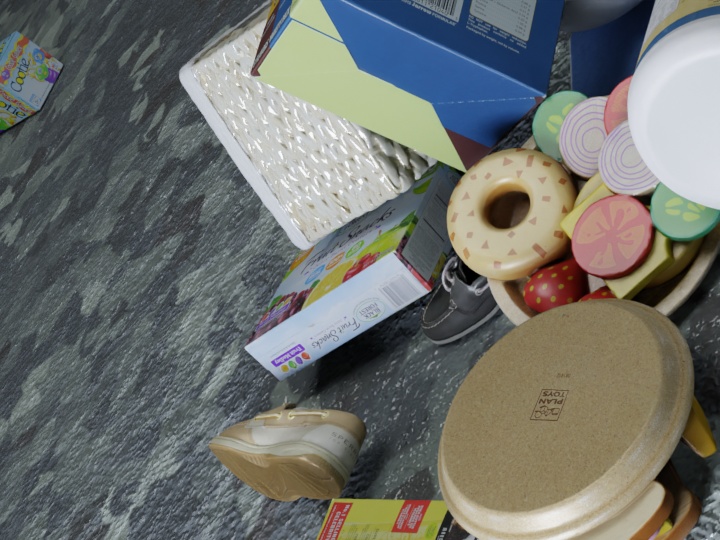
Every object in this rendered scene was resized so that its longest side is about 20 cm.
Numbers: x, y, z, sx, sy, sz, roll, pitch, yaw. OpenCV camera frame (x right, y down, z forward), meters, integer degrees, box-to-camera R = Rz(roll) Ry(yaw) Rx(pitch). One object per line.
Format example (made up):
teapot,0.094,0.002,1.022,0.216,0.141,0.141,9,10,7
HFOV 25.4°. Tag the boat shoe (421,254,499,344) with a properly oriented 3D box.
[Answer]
boat shoe,0.108,-0.016,1.249,0.200,0.057,0.067,-38,31,31

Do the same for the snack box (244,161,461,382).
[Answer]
snack box,0.000,0.000,1.388,0.200,0.053,0.142,-32,18,38

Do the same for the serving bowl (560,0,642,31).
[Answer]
serving bowl,0.218,-0.273,1.328,0.200,0.066,0.201,-43,24,24

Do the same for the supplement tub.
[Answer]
supplement tub,0.259,-0.151,1.038,0.144,0.145,0.201,-30,26,41

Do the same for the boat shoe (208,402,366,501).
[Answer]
boat shoe,-0.057,0.147,1.335,0.069,0.074,0.200,-52,24,-23

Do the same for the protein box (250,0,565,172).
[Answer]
protein box,0.047,-0.223,1.247,0.135,0.198,0.201,-44,27,56

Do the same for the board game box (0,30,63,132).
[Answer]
board game box,-0.625,-0.324,2.799,0.200,0.103,0.105,-17,45,52

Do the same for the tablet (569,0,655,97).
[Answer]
tablet,0.246,-0.208,1.292,0.200,0.014,0.131,-37,31,34

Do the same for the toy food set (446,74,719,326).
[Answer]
toy food set,0.166,-0.043,1.124,0.198,0.049,0.200,-44,50,12

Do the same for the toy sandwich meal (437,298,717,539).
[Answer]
toy sandwich meal,0.139,0.108,1.013,0.204,0.070,0.206,-27,37,23

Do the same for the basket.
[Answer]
basket,-0.011,-0.164,1.392,0.198,0.200,0.161,-42,10,-37

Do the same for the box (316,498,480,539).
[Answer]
box,0.040,0.201,1.117,0.200,0.050,0.076,-10,51,56
